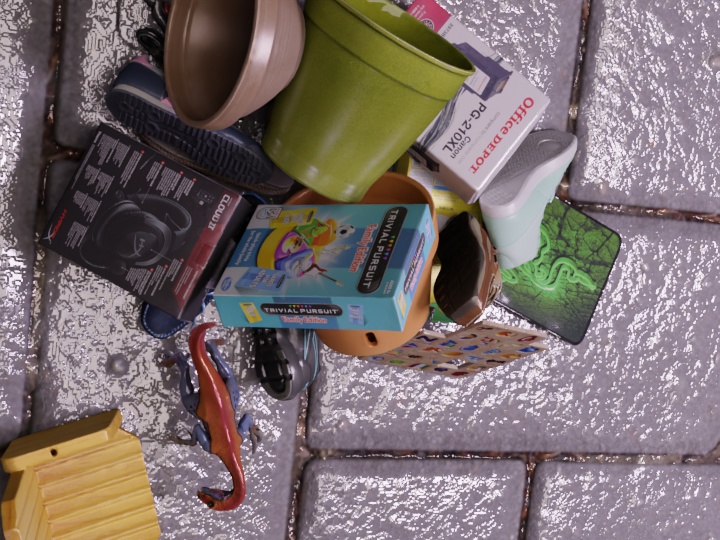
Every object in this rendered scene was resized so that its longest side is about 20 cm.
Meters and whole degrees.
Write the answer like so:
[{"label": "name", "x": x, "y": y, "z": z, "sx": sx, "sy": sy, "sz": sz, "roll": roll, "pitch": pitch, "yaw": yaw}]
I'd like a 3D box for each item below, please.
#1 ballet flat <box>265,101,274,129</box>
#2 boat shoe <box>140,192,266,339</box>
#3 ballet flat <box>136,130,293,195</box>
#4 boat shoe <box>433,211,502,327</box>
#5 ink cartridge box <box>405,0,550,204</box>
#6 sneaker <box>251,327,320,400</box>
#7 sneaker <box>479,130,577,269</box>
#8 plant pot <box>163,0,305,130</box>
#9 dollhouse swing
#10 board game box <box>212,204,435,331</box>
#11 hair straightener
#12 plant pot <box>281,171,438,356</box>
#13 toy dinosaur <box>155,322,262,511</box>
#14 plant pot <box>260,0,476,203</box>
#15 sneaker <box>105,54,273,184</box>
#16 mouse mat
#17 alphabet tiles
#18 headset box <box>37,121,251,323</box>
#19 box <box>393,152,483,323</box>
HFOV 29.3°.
[{"label": "ballet flat", "x": -0.034, "y": -0.227, "z": 1.597, "sx": 0.068, "sy": 0.063, "sz": 0.201, "roll": 36, "pitch": 84, "yaw": -24}, {"label": "boat shoe", "x": -0.183, "y": -0.007, "z": 1.555, "sx": 0.084, "sy": 0.069, "sz": 0.201, "roll": 33, "pitch": 95, "yaw": -15}, {"label": "ballet flat", "x": -0.168, "y": -0.131, "z": 1.567, "sx": 0.198, "sy": 0.046, "sz": 0.068, "roll": 20, "pitch": 58, "yaw": -23}, {"label": "boat shoe", "x": 0.133, "y": 0.004, "z": 1.587, "sx": 0.075, "sy": 0.201, "sz": 0.074, "roll": -39, "pitch": 111, "yaw": 23}, {"label": "ink cartridge box", "x": 0.101, "y": -0.199, "z": 1.608, "sx": 0.199, "sy": 0.084, "sz": 0.145, "roll": 40, "pitch": 82, "yaw": 2}, {"label": "sneaker", "x": -0.095, "y": 0.048, "z": 1.623, "sx": 0.079, "sy": 0.075, "sz": 0.203, "roll": -17, "pitch": 100, "yaw": -49}, {"label": "sneaker", "x": 0.210, "y": -0.087, "z": 1.714, "sx": 0.200, "sy": 0.073, "sz": 0.119, "roll": -46, "pitch": 139, "yaw": -38}, {"label": "plant pot", "x": -0.119, "y": -0.242, "z": 1.423, "sx": 0.092, "sy": 0.200, "sz": 0.204, "roll": 6, "pitch": 96, "yaw": -34}, {"label": "dollhouse swing", "x": -0.299, "y": 0.287, "z": 1.508, "sx": 0.179, "sy": 0.175, "sz": 0.203, "roll": -15, "pitch": 103, "yaw": -19}, {"label": "board game box", "x": -0.036, "y": -0.006, "z": 1.433, "sx": 0.152, "sy": 0.197, "sz": 0.047, "roll": -68, "pitch": 151, "yaw": -46}, {"label": "hair straightener", "x": -0.201, "y": -0.237, "z": 1.537, "sx": 0.200, "sy": 0.041, "sz": 0.077, "roll": 44, "pitch": 81, "yaw": -23}, {"label": "plant pot", "x": 0.000, "y": 0.000, "z": 1.567, "sx": 0.198, "sy": 0.200, "sz": 0.141, "roll": -28, "pitch": 130, "yaw": -16}, {"label": "toy dinosaur", "x": -0.174, "y": 0.178, "z": 1.564, "sx": 0.104, "sy": 0.200, "sz": 0.184, "roll": -18, "pitch": 74, "yaw": -3}, {"label": "plant pot", "x": -0.009, "y": -0.186, "z": 1.480, "sx": 0.199, "sy": 0.201, "sz": 0.194, "roll": 25, "pitch": 109, "yaw": -24}, {"label": "sneaker", "x": -0.175, "y": -0.170, "z": 1.508, "sx": 0.198, "sy": 0.070, "sz": 0.083, "roll": 30, "pitch": 53, "yaw": -13}, {"label": "mouse mat", "x": 0.241, "y": -0.012, "z": 1.769, "sx": 0.198, "sy": 0.008, "sz": 0.163, "roll": 27, "pitch": 82, "yaw": -25}, {"label": "alphabet tiles", "x": 0.120, "y": 0.093, "z": 1.636, "sx": 0.165, "sy": 0.199, "sz": 0.008, "roll": 13, "pitch": 66, "yaw": -33}, {"label": "headset box", "x": -0.223, "y": -0.046, "z": 1.492, "sx": 0.198, "sy": 0.077, "sz": 0.150, "roll": 27, "pitch": 87, "yaw": 6}, {"label": "box", "x": 0.089, "y": -0.038, "z": 1.689, "sx": 0.116, "sy": 0.048, "sz": 0.203, "roll": 6, "pitch": 94, "yaw": -24}]
